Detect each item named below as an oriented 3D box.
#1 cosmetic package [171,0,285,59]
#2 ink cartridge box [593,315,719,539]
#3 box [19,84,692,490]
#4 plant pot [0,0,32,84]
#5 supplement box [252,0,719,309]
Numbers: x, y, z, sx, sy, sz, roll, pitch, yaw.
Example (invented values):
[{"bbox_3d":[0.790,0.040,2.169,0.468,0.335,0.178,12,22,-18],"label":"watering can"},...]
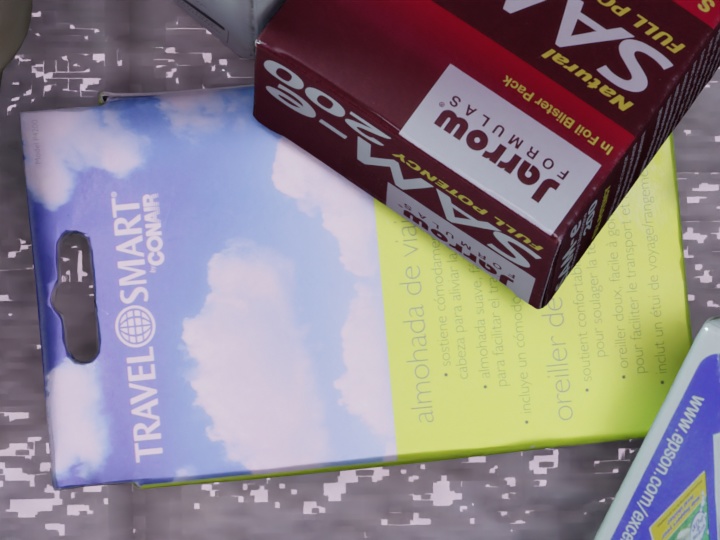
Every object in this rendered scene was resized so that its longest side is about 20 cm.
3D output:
[{"bbox_3d":[-0.018,-0.182,0.746,0.123,0.200,0.200,37,87,-2],"label":"cosmetic package"},{"bbox_3d":[0.145,0.144,0.760,0.200,0.043,0.199,32,113,19],"label":"ink cartridge box"},{"bbox_3d":[0.000,0.000,0.819,0.199,0.048,0.123,-6,88,-3],"label":"box"},{"bbox_3d":[-0.187,-0.022,0.742,0.199,0.200,0.174,-2,120,-3],"label":"plant pot"},{"bbox_3d":[0.067,-0.102,0.786,0.109,0.061,0.200,33,73,10],"label":"supplement box"}]
